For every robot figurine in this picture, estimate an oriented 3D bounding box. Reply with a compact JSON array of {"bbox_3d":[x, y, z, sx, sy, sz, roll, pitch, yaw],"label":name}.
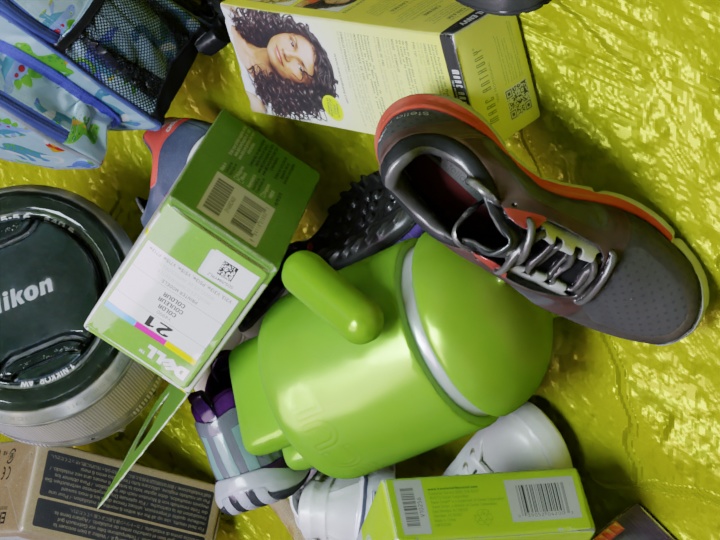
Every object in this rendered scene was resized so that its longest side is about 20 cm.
[{"bbox_3d":[0.023,0.047,1.287,0.200,0.175,0.116,-25,60,27],"label":"robot figurine"}]

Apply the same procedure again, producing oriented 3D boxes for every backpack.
[{"bbox_3d":[-0.219,-0.156,1.371,0.183,0.147,0.200,10,157,49],"label":"backpack"}]

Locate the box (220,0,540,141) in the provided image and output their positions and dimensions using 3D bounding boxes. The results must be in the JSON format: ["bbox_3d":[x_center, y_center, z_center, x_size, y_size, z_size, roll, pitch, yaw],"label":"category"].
[{"bbox_3d":[0.008,-0.118,1.261,0.200,0.050,0.075,13,128,47],"label":"box"}]

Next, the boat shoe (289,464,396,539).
[{"bbox_3d":[-0.012,0.142,1.429,0.200,0.065,0.074,102,174,-85],"label":"boat shoe"}]

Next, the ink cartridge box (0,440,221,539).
[{"bbox_3d":[-0.227,0.185,1.731,0.200,0.165,0.075,-11,64,56],"label":"ink cartridge box"}]

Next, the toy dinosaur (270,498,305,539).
[{"bbox_3d":[-0.028,0.188,1.572,0.200,0.058,0.101,45,147,17],"label":"toy dinosaur"}]

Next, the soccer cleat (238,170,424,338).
[{"bbox_3d":[0.000,0.000,1.377,0.073,0.068,0.200,30,142,-19],"label":"soccer cleat"}]

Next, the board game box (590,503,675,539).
[{"bbox_3d":[0.194,0.261,1.342,0.200,0.057,0.165,45,144,18],"label":"board game box"}]

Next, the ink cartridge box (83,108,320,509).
[{"bbox_3d":[-0.117,0.023,1.339,0.076,0.148,0.200,34,115,-6],"label":"ink cartridge box"}]

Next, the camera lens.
[{"bbox_3d":[-0.215,0.036,1.535,0.160,0.160,0.200,50,175,10],"label":"camera lens"}]

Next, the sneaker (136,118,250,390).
[{"bbox_3d":[-0.105,-0.011,1.474,0.084,0.075,0.200,26,127,37],"label":"sneaker"}]

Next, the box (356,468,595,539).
[{"bbox_3d":[0.052,0.188,1.340,0.200,0.122,0.048,111,153,-53],"label":"box"}]

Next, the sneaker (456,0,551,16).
[{"bbox_3d":[0.041,-0.195,1.146,0.200,0.060,0.104,22,136,35],"label":"sneaker"}]

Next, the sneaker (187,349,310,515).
[{"bbox_3d":[-0.053,0.076,1.410,0.074,0.200,0.088,-21,101,17],"label":"sneaker"}]

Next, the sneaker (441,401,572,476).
[{"bbox_3d":[0.069,0.157,1.392,0.073,0.085,0.200,47,146,18],"label":"sneaker"}]

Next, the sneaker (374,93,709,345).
[{"bbox_3d":[0.088,-0.012,1.162,0.200,0.082,0.077,30,115,-3],"label":"sneaker"}]
